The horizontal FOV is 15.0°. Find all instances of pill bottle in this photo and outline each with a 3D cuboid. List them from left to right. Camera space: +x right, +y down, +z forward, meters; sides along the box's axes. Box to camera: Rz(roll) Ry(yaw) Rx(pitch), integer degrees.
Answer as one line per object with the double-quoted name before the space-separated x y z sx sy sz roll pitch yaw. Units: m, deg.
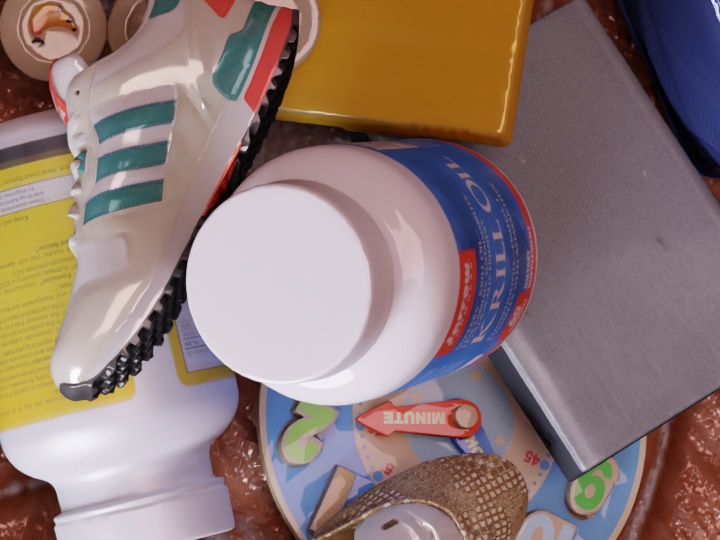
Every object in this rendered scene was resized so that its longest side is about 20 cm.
"pill bottle" -0.119 0.029 1.249 0.112 0.112 0.201 -12 87 -16
"pill bottle" 0.000 0.000 1.191 0.112 0.200 0.113 2 95 19

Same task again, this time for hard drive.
"hard drive" 0.104 -0.018 1.327 0.139 0.033 0.200 -29 82 -23

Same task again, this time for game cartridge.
"game cartridge" -0.013 -0.155 1.299 0.199 0.032 0.177 8 80 12

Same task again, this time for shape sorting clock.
"shape sorting clock" 0.047 0.072 1.327 0.199 0.039 0.201 2 83 -15

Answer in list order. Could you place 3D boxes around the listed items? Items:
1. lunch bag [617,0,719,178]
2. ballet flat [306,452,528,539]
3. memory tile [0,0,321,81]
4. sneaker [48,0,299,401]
"lunch bag" 0.202 -0.140 1.342 0.136 0.132 0.201 -29 107 -18
"ballet flat" -0.009 0.150 1.259 0.200 0.065 0.071 -31 98 3
"memory tile" -0.119 -0.161 1.250 0.199 0.017 0.154 -2 94 -8
"sneaker" -0.103 -0.042 1.179 0.093 0.070 0.200 25 74 3
